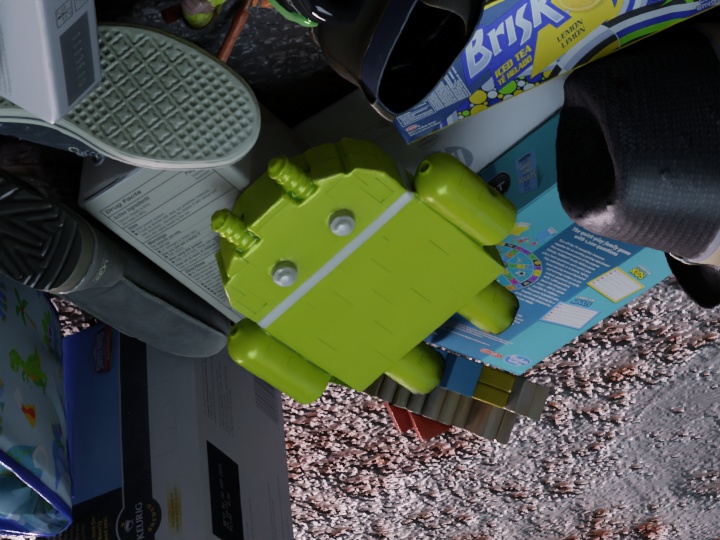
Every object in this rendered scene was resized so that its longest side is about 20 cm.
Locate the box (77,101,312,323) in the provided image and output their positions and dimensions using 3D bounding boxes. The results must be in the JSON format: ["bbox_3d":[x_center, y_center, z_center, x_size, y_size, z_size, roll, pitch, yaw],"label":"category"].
[{"bbox_3d":[-0.067,-0.033,1.065,0.095,0.078,0.200,-27,132,26],"label":"box"}]

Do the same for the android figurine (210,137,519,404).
[{"bbox_3d":[0.000,0.000,1.024,0.182,0.041,0.200,-39,130,17],"label":"android figurine"}]

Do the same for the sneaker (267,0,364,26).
[{"bbox_3d":[0.016,-0.205,0.839,0.076,0.084,0.201,10,113,-29],"label":"sneaker"}]

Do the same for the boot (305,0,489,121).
[{"bbox_3d":[0.056,-0.165,0.895,0.075,0.097,0.200,25,118,-40],"label":"boot"}]

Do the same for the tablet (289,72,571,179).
[{"bbox_3d":[0.044,-0.082,1.094,0.199,0.014,0.130,-28,139,25],"label":"tablet"}]

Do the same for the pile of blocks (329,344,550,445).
[{"bbox_3d":[0.021,0.073,1.168,0.199,0.062,0.082,19,179,19],"label":"pile of blocks"}]

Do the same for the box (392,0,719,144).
[{"bbox_3d":[0.097,-0.149,0.963,0.199,0.070,0.064,-22,129,18],"label":"box"}]

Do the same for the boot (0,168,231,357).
[{"bbox_3d":[-0.185,-0.016,1.084,0.073,0.181,0.200,-57,159,5],"label":"boot"}]

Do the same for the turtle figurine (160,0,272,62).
[{"bbox_3d":[-0.088,-0.172,0.908,0.161,0.065,0.200,12,139,-24],"label":"turtle figurine"}]

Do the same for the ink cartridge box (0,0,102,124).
[{"bbox_3d":[-0.211,-0.184,0.856,0.173,0.044,0.200,29,146,18],"label":"ink cartridge box"}]

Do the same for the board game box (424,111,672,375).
[{"bbox_3d":[0.120,-0.014,1.159,0.151,0.047,0.200,21,135,-39],"label":"board game box"}]

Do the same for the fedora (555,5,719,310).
[{"bbox_3d":[0.160,-0.072,0.978,0.091,0.201,0.201,3,142,-8],"label":"fedora"}]

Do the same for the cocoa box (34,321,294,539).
[{"bbox_3d":[-0.134,0.141,1.197,0.131,0.201,0.133,-21,142,18],"label":"cocoa box"}]

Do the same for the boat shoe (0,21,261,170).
[{"bbox_3d":[-0.145,-0.097,0.960,0.199,0.075,0.062,10,177,14],"label":"boat shoe"}]

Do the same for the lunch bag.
[{"bbox_3d":[-0.263,0.063,1.098,0.127,0.171,0.200,-33,138,29],"label":"lunch bag"}]
